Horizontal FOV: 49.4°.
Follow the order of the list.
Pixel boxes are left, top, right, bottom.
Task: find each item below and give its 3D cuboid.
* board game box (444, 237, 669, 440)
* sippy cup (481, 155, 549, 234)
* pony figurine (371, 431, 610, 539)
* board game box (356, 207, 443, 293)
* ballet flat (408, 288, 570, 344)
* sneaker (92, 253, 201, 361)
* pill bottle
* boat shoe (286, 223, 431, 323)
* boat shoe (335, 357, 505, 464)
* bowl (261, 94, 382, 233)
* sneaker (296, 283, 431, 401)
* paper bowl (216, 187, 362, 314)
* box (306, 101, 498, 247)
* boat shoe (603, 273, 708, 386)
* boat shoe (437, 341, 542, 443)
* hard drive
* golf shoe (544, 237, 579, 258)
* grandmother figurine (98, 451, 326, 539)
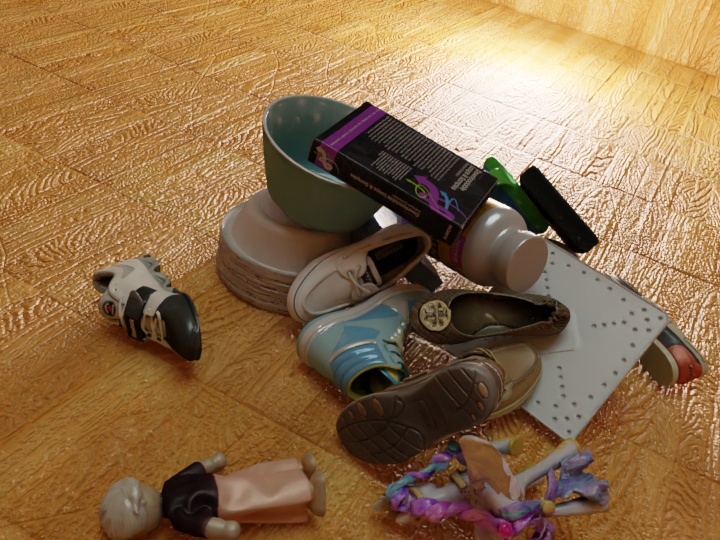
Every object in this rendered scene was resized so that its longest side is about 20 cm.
[{"bbox_3d":[0.238,0.080,0.964,0.199,0.026,0.200,36,74,32],"label":"board game box"},{"bbox_3d":[0.191,-0.078,1.173,0.178,0.130,0.140,46,11,-26],"label":"sippy cup"},{"bbox_3d":[0.131,0.215,0.726,0.197,0.170,0.192,-9,6,-26],"label":"pony figurine"},{"bbox_3d":[0.030,-0.066,1.129,0.151,0.037,0.201,39,15,-38],"label":"board game box"},{"bbox_3d":[0.155,0.052,0.917,0.196,0.046,0.069,2,74,-11],"label":"ballet flat"},{"bbox_3d":[-0.247,0.049,0.891,0.087,0.075,0.199,-12,30,-34],"label":"sneaker"},{"bbox_3d":[0.143,-0.047,1.007,0.103,0.106,0.199,-12,30,-35],"label":"pill bottle"},{"bbox_3d":[0.000,0.000,0.963,0.199,0.074,0.065,-36,20,-19],"label":"boat shoe"},{"bbox_3d":[0.062,0.140,0.786,0.071,0.198,0.077,-21,88,-56],"label":"boat shoe"},{"bbox_3d":[-0.041,-0.124,0.996,0.198,0.106,0.202,15,38,-12],"label":"bowl"},{"bbox_3d":[0.037,0.093,0.923,0.198,0.080,0.130,-22,43,-29],"label":"sneaker"},{"bbox_3d":[-0.091,-0.040,1.055,0.197,0.106,0.202,11,31,-7],"label":"paper bowl"},{"bbox_3d":[0.054,-0.119,0.927,0.198,0.036,0.143,31,38,11],"label":"box"},{"bbox_3d":[0.398,0.077,1.084,0.062,0.072,0.201,-10,42,-15],"label":"boat shoe"},{"bbox_3d":[0.131,0.126,0.880,0.198,0.067,0.074,-26,47,-28],"label":"boat shoe"},{"bbox_3d":[0.290,-0.085,1.161,0.140,0.033,0.200,51,10,7],"label":"hard drive"},{"bbox_3d":[0.284,0.017,1.139,0.090,0.076,0.200,-9,37,-26],"label":"golf shoe"},{"bbox_3d":[-0.132,0.207,0.704,0.197,0.062,0.121,-2,7,-18],"label":"grandmother figurine"}]
